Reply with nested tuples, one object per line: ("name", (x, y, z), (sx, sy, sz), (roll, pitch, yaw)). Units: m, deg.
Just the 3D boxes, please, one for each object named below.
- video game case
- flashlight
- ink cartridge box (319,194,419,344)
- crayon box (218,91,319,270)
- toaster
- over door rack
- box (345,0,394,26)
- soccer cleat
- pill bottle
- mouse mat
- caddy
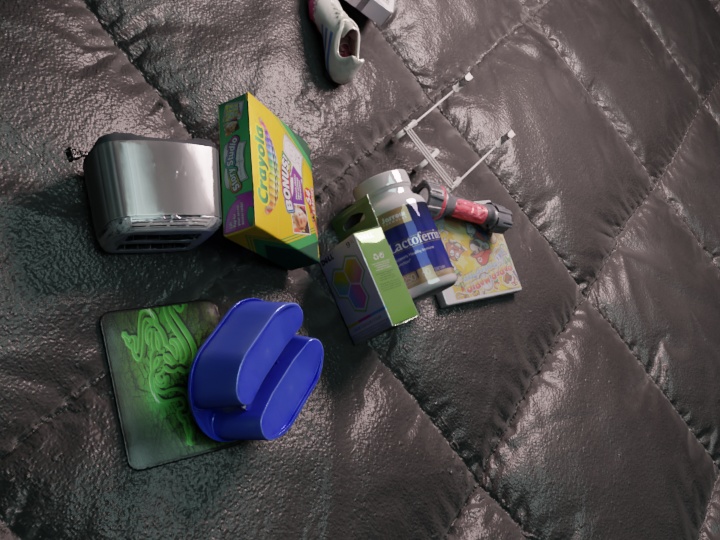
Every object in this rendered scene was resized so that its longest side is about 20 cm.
("video game case", (0.191, -0.035, 1.280), (0.199, 0.023, 0.183), (-8, 75, -38))
("flashlight", (0.181, -0.105, 1.245), (0.199, 0.068, 0.068), (12, 63, -30))
("ink cartridge box", (0.000, 0.000, 1.075), (0.059, 0.104, 0.201), (-17, 80, -40))
("crayon box", (-0.128, -0.121, 1.015), (0.172, 0.058, 0.201), (33, 46, -61))
("toaster", (-0.270, -0.098, 0.920), (0.199, 0.113, 0.130), (-2, 74, -39))
("over door rack", (0.168, -0.242, 1.315), (0.200, 0.067, 0.148), (-42, 97, -19))
("box", (-0.024, -0.560, 1.325), (0.199, 0.041, 0.157), (29, 42, -24))
("soccer cleat", (-0.036, -0.425, 1.247), (0.069, 0.086, 0.201), (-3, 72, -36))
("pill bottle", (0.066, -0.052, 1.138), (0.115, 0.116, 0.201), (-15, 79, -39))
("mouse mat", (-0.236, 0.139, 0.910), (0.160, 0.008, 0.201), (-7, 73, -37))
("caddy", (-0.138, 0.126, 0.918), (0.200, 0.104, 0.142), (-58, 132, -41))
